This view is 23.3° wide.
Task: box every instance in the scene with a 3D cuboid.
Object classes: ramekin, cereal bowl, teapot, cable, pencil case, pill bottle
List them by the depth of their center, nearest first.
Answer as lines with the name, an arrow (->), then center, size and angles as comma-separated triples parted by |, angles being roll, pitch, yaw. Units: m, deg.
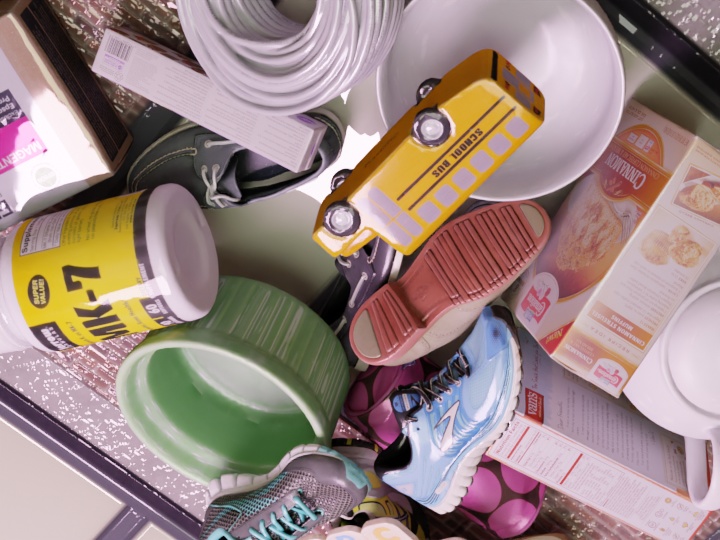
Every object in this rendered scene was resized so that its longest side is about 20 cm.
cable -> -0.059, -0.225, 1.356 | 0.200, 0.069, 0.200 | 48, 126, 10
cereal bowl -> 0.113, -0.161, 1.401 | 0.197, 0.084, 0.202 | 3, 118, 5
teapot -> 0.297, 0.061, 1.443 | 0.197, 0.146, 0.200 | -39, 102, 7
pill bottle -> -0.229, 0.004, 1.461 | 0.198, 0.115, 0.115 | -13, 117, 18
ramekin -> -0.105, 0.099, 1.528 | 0.198, 0.098, 0.201 | 14, 138, 13
pencil case -> 0.083, 0.150, 1.574 | 0.200, 0.094, 0.090 | 43, 140, -19

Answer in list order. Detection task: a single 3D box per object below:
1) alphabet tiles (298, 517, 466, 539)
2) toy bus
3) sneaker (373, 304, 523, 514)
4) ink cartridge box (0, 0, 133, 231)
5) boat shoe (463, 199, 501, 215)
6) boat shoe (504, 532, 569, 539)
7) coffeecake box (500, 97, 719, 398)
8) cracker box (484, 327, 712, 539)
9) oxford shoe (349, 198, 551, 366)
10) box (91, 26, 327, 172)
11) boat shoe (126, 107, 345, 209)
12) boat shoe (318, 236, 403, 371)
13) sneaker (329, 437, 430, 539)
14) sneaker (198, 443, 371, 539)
alphabet tiles -> 0.039, 0.287, 1.577 | 0.199, 0.015, 0.196 | -18, 132, 35
toy bus -> 0.050, -0.083, 1.368 | 0.078, 0.065, 0.200 | 38, 116, -16
sneaker -> 0.071, 0.115, 1.457 | 0.089, 0.079, 0.201 | 18, 116, -15
ink cartridge box -> -0.320, -0.121, 1.476 | 0.198, 0.075, 0.166 | -25, 112, 18
boat shoe -> 0.161, 0.020, 1.509 | 0.200, 0.057, 0.069 | 41, 115, -15
boat shoe -> 0.105, 0.299, 1.635 | 0.197, 0.073, 0.072 | -10, 159, -4
coffeecake box -> 0.211, -0.022, 1.391 | 0.073, 0.154, 0.201 | 30, 98, -18
cracker box -> 0.208, 0.146, 1.529 | 0.198, 0.134, 0.058 | 28, 119, -8
oxford shoe -> 0.082, 0.010, 1.458 | 0.199, 0.071, 0.074 | -35, 155, 19
box -> -0.125, -0.141, 1.429 | 0.198, 0.039, 0.042 | 26, 106, 11
boat shoe -> -0.111, -0.088, 1.478 | 0.198, 0.062, 0.073 | -13, 116, 13
boat shoe -> 0.000, 0.000, 1.509 | 0.062, 0.073, 0.202 | 14, 125, -2
sneaker -> 0.006, 0.230, 1.601 | 0.075, 0.077, 0.200 | -3, 145, 25
sneaker -> -0.070, 0.213, 1.482 | 0.078, 0.092, 0.199 | 42, 137, -20
